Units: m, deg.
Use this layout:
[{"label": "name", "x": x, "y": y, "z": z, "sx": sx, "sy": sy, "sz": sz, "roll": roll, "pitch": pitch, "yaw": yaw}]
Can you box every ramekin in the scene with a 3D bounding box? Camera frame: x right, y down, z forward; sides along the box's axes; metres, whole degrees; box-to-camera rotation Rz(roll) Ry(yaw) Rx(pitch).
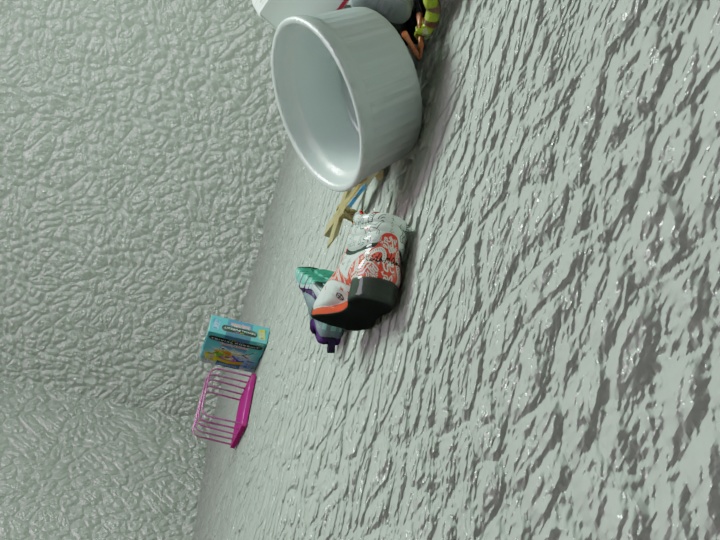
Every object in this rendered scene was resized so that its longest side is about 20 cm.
[{"label": "ramekin", "x": -0.015, "y": -0.203, "z": 0.993, "sx": 0.201, "sy": 0.097, "sz": 0.203, "roll": 46, "pitch": 149, "yaw": 37}]

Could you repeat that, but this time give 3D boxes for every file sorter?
[{"label": "file sorter", "x": -0.357, "y": 0.354, "z": 2.227, "sx": 0.201, "sy": 0.123, "sz": 0.141, "roll": 122, "pitch": 160, "yaw": -58}]

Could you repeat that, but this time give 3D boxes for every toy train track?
[{"label": "toy train track", "x": -0.002, "y": -0.096, "z": 1.202, "sx": 0.200, "sy": 0.032, "sz": 0.116, "roll": 132, "pitch": 157, "yaw": -57}]

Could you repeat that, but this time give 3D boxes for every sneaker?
[{"label": "sneaker", "x": 0.040, "y": -0.338, "z": 1.047, "sx": 0.201, "sy": 0.074, "sz": 0.116, "roll": 70, "pitch": -147, "yaw": -64}, {"label": "sneaker", "x": 0.001, "y": 0.000, "z": 0.963, "sx": 0.201, "sy": 0.066, "sz": 0.110, "roll": 144, "pitch": 140, "yaw": -69}, {"label": "sneaker", "x": -0.058, "y": 0.050, "z": 1.197, "sx": 0.200, "sy": 0.073, "sz": 0.089, "roll": -131, "pitch": 51, "yaw": -76}]

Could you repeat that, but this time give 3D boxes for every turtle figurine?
[{"label": "turtle figurine", "x": 0.086, "y": -0.350, "z": 0.942, "sx": 0.202, "sy": 0.063, "sz": 0.163, "roll": 83, "pitch": -164, "yaw": -46}]

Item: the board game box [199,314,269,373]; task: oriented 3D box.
[{"label": "board game box", "x": -0.325, "y": 0.191, "z": 2.196, "sx": 0.201, "sy": 0.148, "sz": 0.048, "roll": 121, "pitch": 160, "yaw": -58}]

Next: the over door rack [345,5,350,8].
[{"label": "over door rack", "x": 0.014, "y": -0.388, "z": 1.231, "sx": 0.147, "sy": 0.066, "sz": 0.201, "roll": -34, "pitch": 20, "yaw": 44}]

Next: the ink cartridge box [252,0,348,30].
[{"label": "ink cartridge box", "x": -0.066, "y": -0.373, "z": 1.115, "sx": 0.145, "sy": 0.084, "sz": 0.200, "roll": -51, "pitch": 21, "yaw": 11}]
